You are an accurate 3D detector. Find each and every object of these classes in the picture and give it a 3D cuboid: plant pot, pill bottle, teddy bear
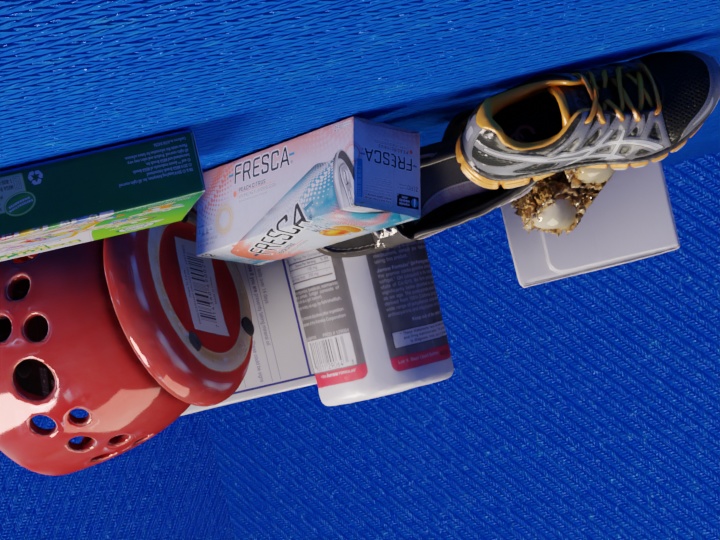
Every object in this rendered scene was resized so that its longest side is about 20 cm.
[{"bbox_3d":[-0.200,0.042,1.558,0.182,0.201,0.200,-23,175,25],"label":"plant pot"},{"bbox_3d":[0.000,0.000,1.569,0.111,0.200,0.111,-13,178,0],"label":"pill bottle"},{"bbox_3d":[0.175,-0.095,1.575,0.145,0.067,0.200,-55,178,42],"label":"teddy bear"}]

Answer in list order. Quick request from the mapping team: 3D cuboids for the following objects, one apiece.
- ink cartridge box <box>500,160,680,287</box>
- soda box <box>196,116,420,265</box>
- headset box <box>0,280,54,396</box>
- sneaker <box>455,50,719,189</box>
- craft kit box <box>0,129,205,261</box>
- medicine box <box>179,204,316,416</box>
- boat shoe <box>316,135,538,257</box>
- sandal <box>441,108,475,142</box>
[{"bbox_3d":[0.202,-0.072,1.784,0.146,0.147,0.200,-13,179,8],"label":"ink cartridge box"},{"bbox_3d":[-0.042,-0.055,1.450,0.064,0.069,0.200,9,164,-37],"label":"soda box"},{"bbox_3d":[-0.341,0.057,1.611,0.077,0.149,0.200,-15,177,31],"label":"headset box"},{"bbox_3d":[0.166,-0.112,1.406,0.200,0.078,0.077,-19,161,-3],"label":"sneaker"},{"bbox_3d":[-0.208,-0.039,1.282,0.200,0.049,0.198,-13,-179,-9],"label":"craft kit box"},{"bbox_3d":[-0.089,0.015,1.692,0.200,0.182,0.103,-14,179,12],"label":"medicine box"},{"bbox_3d":[0.051,-0.061,1.477,0.200,0.067,0.057,-21,-169,5],"label":"boat shoe"},{"bbox_3d":[0.099,-0.099,1.595,0.055,0.082,0.200,14,-166,22],"label":"sandal"}]
